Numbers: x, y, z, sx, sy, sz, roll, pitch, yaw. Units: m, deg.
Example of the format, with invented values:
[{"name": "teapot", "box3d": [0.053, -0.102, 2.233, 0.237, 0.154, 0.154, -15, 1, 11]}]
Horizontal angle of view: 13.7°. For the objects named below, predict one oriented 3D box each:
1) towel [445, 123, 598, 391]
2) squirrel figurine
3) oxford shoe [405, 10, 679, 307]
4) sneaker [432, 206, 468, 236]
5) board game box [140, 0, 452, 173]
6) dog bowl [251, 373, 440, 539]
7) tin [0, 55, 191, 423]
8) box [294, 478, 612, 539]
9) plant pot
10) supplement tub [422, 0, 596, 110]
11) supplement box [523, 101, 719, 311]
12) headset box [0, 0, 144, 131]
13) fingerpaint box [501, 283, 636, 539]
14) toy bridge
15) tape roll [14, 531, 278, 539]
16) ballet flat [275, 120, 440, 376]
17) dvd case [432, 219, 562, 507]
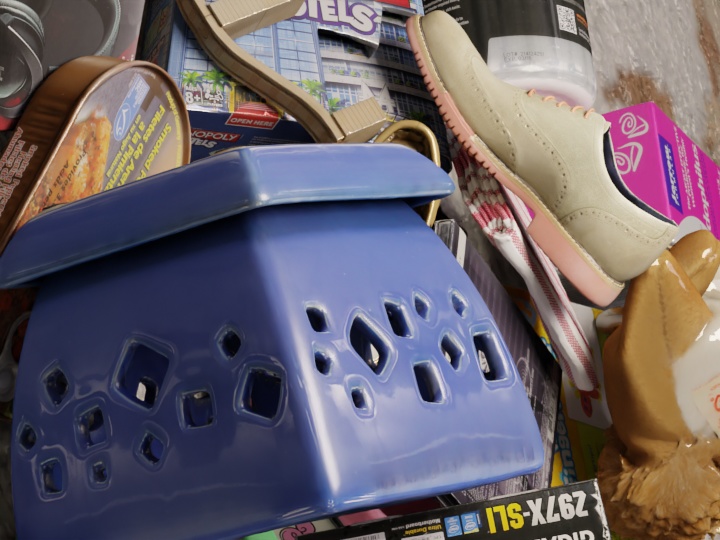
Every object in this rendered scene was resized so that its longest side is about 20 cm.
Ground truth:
[{"name": "towel", "box3d": [0.084, -0.030, 1.820, 0.146, 0.030, 0.200, 56, 8, -40]}, {"name": "squirrel figurine", "box3d": [0.193, 0.072, 1.843, 0.187, 0.141, 0.200, -121, -133, -76]}, {"name": "oxford shoe", "box3d": [0.104, -0.078, 1.724, 0.200, 0.074, 0.071, 51, 16, 1]}, {"name": "sneaker", "box3d": [0.004, -0.075, 1.814, 0.074, 0.085, 0.200, -38, 105, -57]}, {"name": "board game box", "box3d": [-0.045, -0.156, 1.751, 0.200, 0.062, 0.200, 5, 61, -26]}, {"name": "dog bowl", "box3d": [0.006, 0.085, 1.728, 0.200, 0.074, 0.201, 23, 60, -46]}, {"name": "tin", "box3d": [-0.152, -0.017, 1.528, 0.112, 0.042, 0.200, 50, 59, -48]}, {"name": "box", "box3d": [0.049, 0.165, 1.609, 0.200, 0.159, 0.049, 89, -12, -75]}, {"name": "plant pot", "box3d": [-0.052, 0.039, 1.471, 0.200, 0.200, 0.180, -4, 80, -55]}, {"name": "supplement tub", "box3d": [0.082, -0.191, 1.953, 0.122, 0.122, 0.200, 18, 60, -51]}, {"name": "supplement box", "box3d": [0.184, -0.028, 2.000, 0.200, 0.103, 0.101, 30, 49, -62]}, {"name": "headset box", "box3d": [-0.184, -0.149, 1.530, 0.200, 0.077, 0.149, -1, 105, -55]}, {"name": "fingerpaint box", "box3d": [0.123, 0.123, 1.895, 0.167, 0.073, 0.200, 13, 61, -53]}, {"name": "toy bridge", "box3d": [-0.062, -0.144, 1.677, 0.067, 0.027, 0.200, -23, 74, -32]}, {"name": "tape roll", "box3d": [-0.101, 0.196, 1.552, 0.200, 0.048, 0.201, 32, 49, -45]}, {"name": "ballet flat", "box3d": [0.000, 0.000, 1.646, 0.069, 0.063, 0.200, 17, 57, -3]}, {"name": "dvd case", "box3d": [0.073, 0.082, 1.718, 0.200, 0.016, 0.149, 52, 41, -55]}]
